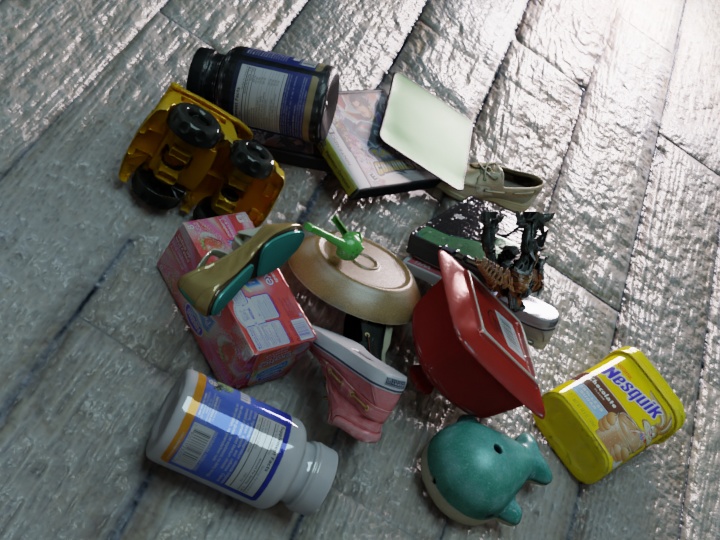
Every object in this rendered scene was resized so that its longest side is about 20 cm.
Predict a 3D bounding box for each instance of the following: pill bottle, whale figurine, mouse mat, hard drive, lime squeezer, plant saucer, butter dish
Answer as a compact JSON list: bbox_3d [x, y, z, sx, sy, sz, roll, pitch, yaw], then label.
[{"bbox_3d":[-0.138,-0.253,1.706,0.200,0.112,0.112,14,43,7],"label":"pill bottle"},{"bbox_3d":[0.175,0.247,1.555,0.200,0.104,0.159,-3,57,-37],"label":"whale figurine"},{"bbox_3d":[-0.131,0.201,1.371,0.200,0.112,0.112,27,44,-15],"label":"pill bottle"},{"bbox_3d":[0.106,-0.220,1.898,0.161,0.008,0.200,32,40,-15],"label":"mouse mat"},{"bbox_3d":[0.174,-0.043,1.774,0.140,0.038,0.200,25,30,21],"label":"hard drive"},{"bbox_3d":[-0.028,-0.040,1.598,0.071,0.038,0.200,23,9,6],"label":"lime squeezer"},{"bbox_3d":[0.000,0.000,1.642,0.200,0.035,0.200,21,25,-10],"label":"plant saucer"},{"bbox_3d":[0.129,0.111,1.589,0.199,0.148,0.200,42,23,-31],"label":"butter dish"}]

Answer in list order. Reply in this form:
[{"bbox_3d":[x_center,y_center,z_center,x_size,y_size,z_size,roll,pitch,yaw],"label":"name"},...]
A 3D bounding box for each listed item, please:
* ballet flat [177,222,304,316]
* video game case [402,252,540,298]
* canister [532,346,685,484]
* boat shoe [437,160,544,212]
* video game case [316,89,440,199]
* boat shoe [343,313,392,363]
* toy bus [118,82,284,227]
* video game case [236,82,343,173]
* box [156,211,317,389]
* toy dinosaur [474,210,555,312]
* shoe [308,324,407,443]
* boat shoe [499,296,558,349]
[{"bbox_3d":[-0.142,-0.017,1.444,0.063,0.069,0.200,33,40,14],"label":"ballet flat"},{"bbox_3d":[0.164,-0.014,1.776,0.143,0.017,0.200,24,30,19],"label":"video game case"},{"bbox_3d":[0.356,0.206,1.735,0.200,0.087,0.149,-21,68,-43],"label":"canister"},{"bbox_3d":[0.203,-0.148,1.940,0.200,0.065,0.072,13,48,-26],"label":"boat shoe"},{"bbox_3d":[0.012,-0.194,1.826,0.200,0.026,0.181,-12,65,-47],"label":"video game case"},{"bbox_3d":[0.002,0.128,1.559,0.063,0.074,0.202,19,43,-14],"label":"boat shoe"},{"bbox_3d":[-0.204,-0.159,1.629,0.200,0.136,0.192,28,27,-15],"label":"toy bus"},{"bbox_3d":[-0.100,-0.232,1.825,0.200,0.026,0.181,9,51,-30],"label":"video game case"},{"bbox_3d":[-0.156,0.038,1.503,0.103,0.095,0.200,-13,63,-41],"label":"box"},{"bbox_3d":[0.207,-0.011,1.619,0.102,0.200,0.136,2,90,8],"label":"toy dinosaur"},{"bbox_3d":[-0.024,0.136,1.474,0.071,0.091,0.200,20,6,-36],"label":"shoe"},{"bbox_3d":[0.189,0.055,1.754,0.200,0.070,0.071,25,30,22],"label":"boat shoe"}]
